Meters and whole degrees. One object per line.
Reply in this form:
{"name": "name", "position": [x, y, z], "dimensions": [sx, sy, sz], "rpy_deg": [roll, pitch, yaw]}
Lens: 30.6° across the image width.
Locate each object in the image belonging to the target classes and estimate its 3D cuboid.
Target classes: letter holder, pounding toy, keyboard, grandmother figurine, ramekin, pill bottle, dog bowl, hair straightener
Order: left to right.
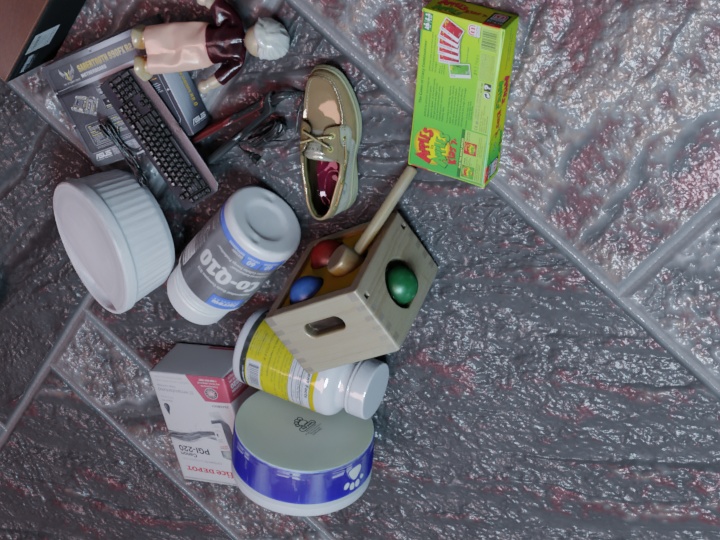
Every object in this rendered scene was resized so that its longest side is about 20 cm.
{"name": "letter holder", "position": [-0.449, -0.376, 1.738], "dimensions": [0.142, 0.101, 0.200], "rpy_deg": [46, 132, 1]}
{"name": "ramekin", "position": [-0.341, -0.048, 1.845], "dimensions": [0.202, 0.094, 0.203], "rpy_deg": [38, 142, 37]}
{"name": "keyboard", "position": [-0.282, -0.167, 1.754], "dimensions": [0.127, 0.021, 0.201], "rpy_deg": [-25, 103, 39]}
{"name": "grandmother figurine", "position": [-0.184, -0.284, 1.639], "dimensions": [0.198, 0.061, 0.122], "rpy_deg": [0, 109, 15]}
{"name": "pill bottle", "position": [-0.177, -0.015, 1.786], "dimensions": [0.114, 0.114, 0.200], "rpy_deg": [45, 132, -1]}
{"name": "hair straightener", "position": [-0.138, -0.178, 1.716], "dimensions": [0.199, 0.041, 0.077], "rpy_deg": [-24, 104, 35]}
{"name": "dog bowl", "position": [-0.080, 0.244, 1.833], "dimensions": [0.199, 0.200, 0.079], "rpy_deg": [19, 124, 20]}
{"name": "pill bottle", "position": [-0.066, 0.133, 1.814], "dimensions": [0.199, 0.111, 0.112], "rpy_deg": [20, 127, 20]}
{"name": "pounding toy", "position": [0.000, 0.000, 1.659], "dimensions": [0.199, 0.185, 0.142], "rpy_deg": [-18, 120, 38]}

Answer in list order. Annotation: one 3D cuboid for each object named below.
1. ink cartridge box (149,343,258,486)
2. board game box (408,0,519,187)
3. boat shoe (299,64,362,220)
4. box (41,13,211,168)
{"name": "ink cartridge box", "position": [-0.216, 0.219, 1.979], "dimensions": [0.145, 0.085, 0.201], "rpy_deg": [2, 121, 31]}
{"name": "board game box", "position": [0.118, -0.206, 1.528], "dimensions": [0.101, 0.048, 0.201], "rpy_deg": [19, 127, 21]}
{"name": "boat shoe", "position": [-0.041, -0.155, 1.646], "dimensions": [0.074, 0.066, 0.201], "rpy_deg": [10, 123, 26]}
{"name": "box", "position": [-0.316, -0.237, 1.775], "dimensions": [0.199, 0.048, 0.159], "rpy_deg": [-14, 110, 36]}
